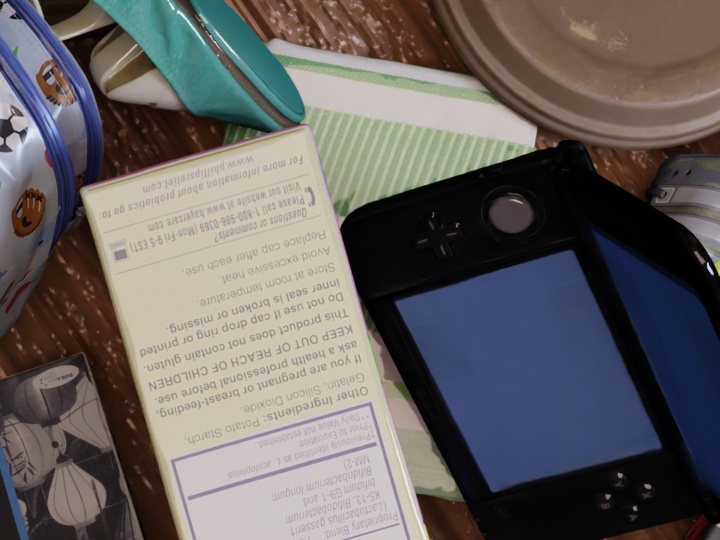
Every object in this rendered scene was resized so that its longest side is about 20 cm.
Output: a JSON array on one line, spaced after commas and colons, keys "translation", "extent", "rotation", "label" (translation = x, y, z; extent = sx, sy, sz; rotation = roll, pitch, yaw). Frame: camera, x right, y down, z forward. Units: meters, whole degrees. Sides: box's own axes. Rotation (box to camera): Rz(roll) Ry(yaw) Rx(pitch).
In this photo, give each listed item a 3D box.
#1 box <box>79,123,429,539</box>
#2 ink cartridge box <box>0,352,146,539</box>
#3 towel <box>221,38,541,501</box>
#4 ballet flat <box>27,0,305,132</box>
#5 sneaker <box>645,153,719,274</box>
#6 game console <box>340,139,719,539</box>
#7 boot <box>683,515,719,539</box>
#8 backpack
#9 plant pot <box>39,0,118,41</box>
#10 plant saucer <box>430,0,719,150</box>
[{"translation": [-0.042, 0.048, 0.996], "extent": [0.096, 0.176, 0.201], "rotation": [-15, 91, -3], "label": "box"}, {"translation": [-0.139, 0.142, 1.034], "extent": [0.099, 0.039, 0.200], "rotation": [-19, 66, -7], "label": "ink cartridge box"}, {"translation": [0.000, 0.000, 1.099], "extent": [0.152, 0.023, 0.201], "rotation": [10, 90, -5], "label": "towel"}, {"translation": [-0.101, -0.115, 1.018], "extent": [0.070, 0.067, 0.200], "rotation": [-32, 132, 10], "label": "ballet flat"}, {"translation": [0.149, -0.007, 1.097], "extent": [0.200, 0.074, 0.081], "rotation": [-29, 74, -6], "label": "sneaker"}, {"translation": [0.096, 0.059, 0.993], "extent": [0.176, 0.116, 0.200], "rotation": [-16, 118, 19], "label": "game console"}, {"translation": [0.204, 0.187, 1.092], "extent": [0.154, 0.073, 0.204], "rotation": [34, 80, -2], "label": "boot"}, {"translation": [-0.197, -0.052, 0.991], "extent": [0.200, 0.191, 0.154], "rotation": [43, 67, 0], "label": "backpack"}, {"translation": [-0.142, -0.207, 1.051], "extent": [0.200, 0.093, 0.201], "rotation": [0, 90, -7], "label": "plant pot"}, {"translation": [0.127, -0.157, 1.096], "extent": [0.199, 0.029, 0.201], "rotation": [1, 82, -9], "label": "plant saucer"}]
